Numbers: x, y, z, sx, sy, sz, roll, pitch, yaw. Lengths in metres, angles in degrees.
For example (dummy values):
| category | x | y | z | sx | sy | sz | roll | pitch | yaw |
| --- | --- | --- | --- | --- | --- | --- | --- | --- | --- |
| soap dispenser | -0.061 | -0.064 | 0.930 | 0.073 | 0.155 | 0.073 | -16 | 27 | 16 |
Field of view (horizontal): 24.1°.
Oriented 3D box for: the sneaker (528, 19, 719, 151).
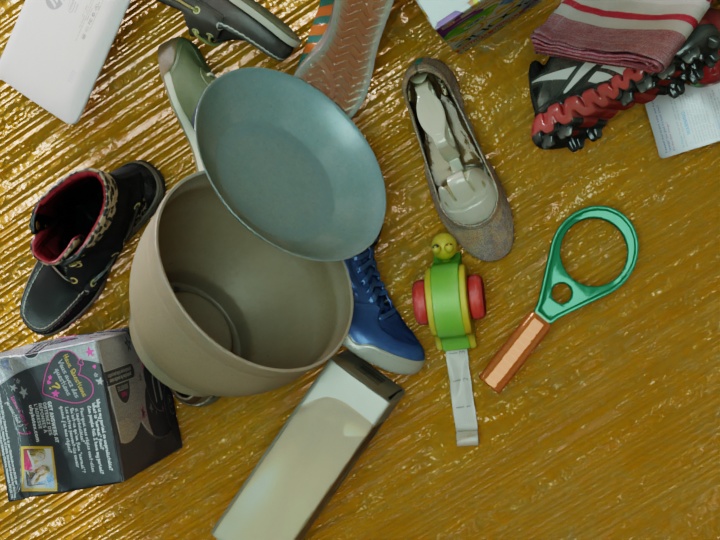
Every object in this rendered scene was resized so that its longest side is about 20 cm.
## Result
| category | x | y | z | sx | sy | sz | roll | pitch | yaw |
| --- | --- | --- | --- | --- | --- | --- | --- | --- | --- |
| sneaker | 0.225 | -0.185 | 1.491 | 0.200 | 0.071 | 0.099 | -27 | 71 | 39 |

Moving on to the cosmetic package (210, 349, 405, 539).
| category | x | y | z | sx | sy | sz | roll | pitch | yaw |
| --- | --- | --- | --- | --- | --- | --- | --- | --- | --- |
| cosmetic package | -0.047 | 0.177 | 1.568 | 0.071 | 0.105 | 0.201 | 35 | 99 | 7 |

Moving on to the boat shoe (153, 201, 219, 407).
| category | x | y | z | sx | sy | sz | roll | pitch | yaw |
| --- | --- | --- | --- | --- | --- | --- | --- | --- | --- |
| boat shoe | -0.164 | 0.031 | 1.598 | 0.075 | 0.072 | 0.202 | -10 | 90 | 10 |

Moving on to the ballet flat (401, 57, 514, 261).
| category | x | y | z | sx | sy | sz | roll | pitch | yaw |
| --- | --- | --- | --- | --- | --- | --- | --- | --- | --- |
| ballet flat | 0.084 | -0.101 | 1.552 | 0.068 | 0.067 | 0.201 | -25 | 88 | 10 |

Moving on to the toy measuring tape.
| category | x | y | z | sx | sy | sz | roll | pitch | yaw |
| --- | --- | --- | --- | --- | --- | --- | --- | --- | --- |
| toy measuring tape | 0.086 | 0.066 | 1.557 | 0.073 | 0.074 | 0.202 | -6 | 91 | 10 |

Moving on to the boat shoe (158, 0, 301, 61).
| category | x | y | z | sx | sy | sz | roll | pitch | yaw |
| --- | --- | --- | --- | --- | --- | --- | --- | --- | --- |
| boat shoe | -0.146 | -0.249 | 1.588 | 0.201 | 0.072 | 0.061 | 35 | 98 | 15 |

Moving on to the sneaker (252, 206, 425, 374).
| category | x | y | z | sx | sy | sz | roll | pitch | yaw |
| --- | --- | --- | --- | --- | --- | --- | --- | --- | --- |
| sneaker | 0.000 | 0.000 | 1.565 | 0.200 | 0.077 | 0.112 | 40 | 107 | 13 |

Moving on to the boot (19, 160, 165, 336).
| category | x | y | z | sx | sy | sz | roll | pitch | yaw |
| --- | --- | --- | --- | --- | --- | --- | --- | --- | --- |
| boot | -0.272 | -0.021 | 1.575 | 0.073 | 0.151 | 0.200 | 42 | 98 | 6 |

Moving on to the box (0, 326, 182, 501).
| category | x | y | z | sx | sy | sz | roll | pitch | yaw |
| --- | --- | --- | --- | --- | --- | --- | --- | --- | --- |
| box | -0.250 | 0.124 | 1.551 | 0.114 | 0.200 | 0.133 | -11 | 91 | 9 |

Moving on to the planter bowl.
| category | x | y | z | sx | sy | sz | roll | pitch | yaw |
| --- | --- | --- | --- | --- | --- | --- | --- | --- | --- |
| planter bowl | -0.124 | 0.031 | 1.490 | 0.201 | 0.200 | 0.135 | 52 | 132 | 4 |

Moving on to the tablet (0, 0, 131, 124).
| category | x | y | z | sx | sy | sz | roll | pitch | yaw |
| --- | --- | --- | --- | --- | --- | --- | --- | --- | --- |
| tablet | -0.274 | -0.253 | 1.605 | 0.130 | 0.014 | 0.201 | 32 | 102 | 33 |

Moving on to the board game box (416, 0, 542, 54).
| category | x | y | z | sx | sy | sz | roll | pitch | yaw |
| --- | --- | --- | --- | --- | --- | --- | --- | --- | --- |
| board game box | 0.093 | -0.268 | 1.477 | 0.104 | 0.200 | 0.104 | -32 | 87 | 9 |

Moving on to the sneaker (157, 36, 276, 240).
| category | x | y | z | sx | sy | sz | roll | pitch | yaw |
| --- | --- | --- | --- | --- | --- | --- | --- | --- | --- |
| sneaker | -0.117 | -0.136 | 1.575 | 0.089 | 0.067 | 0.202 | -22 | 79 | 20 |

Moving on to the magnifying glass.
| category | x | y | z | sx | sy | sz | roll | pitch | yaw |
| --- | --- | --- | --- | --- | --- | --- | --- | --- | --- |
| magnifying glass | 0.180 | 0.027 | 1.551 | 0.079 | 0.022 | 0.200 | 38 | 88 | 3 |

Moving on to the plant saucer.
| category | x | y | z | sx | sy | sz | roll | pitch | yaw |
| --- | --- | --- | --- | --- | --- | --- | --- | --- | --- |
| plant saucer | -0.069 | -0.087 | 1.495 | 0.202 | 0.201 | 0.039 | 53 | 132 | 4 |

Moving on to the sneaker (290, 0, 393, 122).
| category | x | y | z | sx | sy | sz | roll | pitch | yaw |
| --- | --- | --- | --- | --- | --- | --- | --- | --- | --- |
| sneaker | -0.014 | -0.216 | 1.571 | 0.071 | 0.080 | 0.201 | 22 | 115 | -9 |

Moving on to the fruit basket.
| category | x | y | z | sx | sy | sz | roll | pitch | yaw |
| --- | --- | --- | --- | --- | --- | --- | --- | --- | --- |
| fruit basket | 0.339 | -0.217 | 1.507 | 0.199 | 0.094 | 0.187 | -18 | 88 | 26 |

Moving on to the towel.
| category | x | y | z | sx | sy | sz | roll | pitch | yaw |
| --- | --- | --- | --- | --- | --- | --- | --- | --- | --- |
| towel | 0.252 | -0.255 | 1.460 | 0.143 | 0.023 | 0.201 | 16 | 61 | 42 |
